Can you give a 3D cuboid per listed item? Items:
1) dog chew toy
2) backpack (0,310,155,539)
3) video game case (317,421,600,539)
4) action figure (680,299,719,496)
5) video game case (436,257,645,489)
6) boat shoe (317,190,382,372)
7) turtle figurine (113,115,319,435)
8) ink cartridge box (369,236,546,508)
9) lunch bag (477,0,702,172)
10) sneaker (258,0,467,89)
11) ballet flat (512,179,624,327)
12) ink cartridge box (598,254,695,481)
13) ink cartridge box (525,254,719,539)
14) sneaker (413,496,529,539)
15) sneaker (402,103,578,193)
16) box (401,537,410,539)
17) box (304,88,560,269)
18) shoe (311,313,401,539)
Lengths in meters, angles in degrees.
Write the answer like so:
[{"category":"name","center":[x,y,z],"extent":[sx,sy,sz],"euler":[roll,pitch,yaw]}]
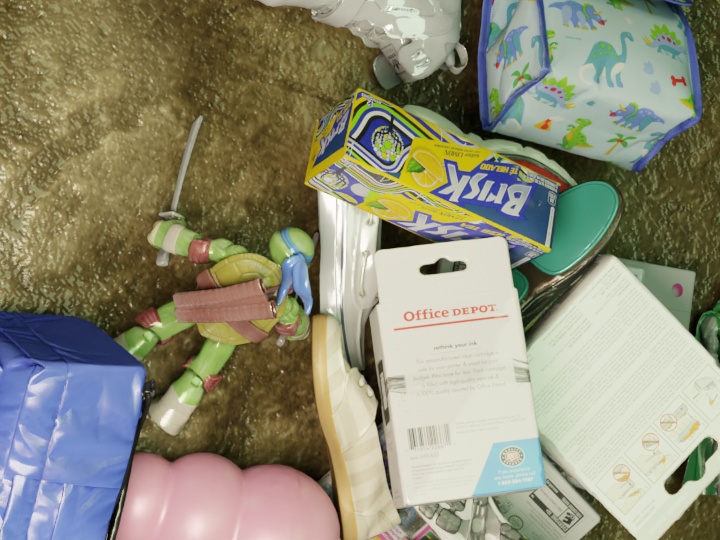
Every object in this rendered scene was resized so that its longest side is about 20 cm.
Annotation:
[{"category":"dog chew toy","center":[-0.120,0.203,1.385],"extent":[0.199,0.124,0.125],"euler":[19,83,-14]},{"category":"backpack","center":[-0.264,0.143,1.295],"extent":[0.167,0.162,0.202],"euler":[6,102,-26]},{"category":"video game case","center":[0.077,0.206,1.484],"extent":[0.182,0.024,0.200],"euler":[-42,107,5]},{"category":"action figure","center":[0.351,0.110,1.618],"extent":[0.117,0.055,0.202],"euler":[-2,87,-20]},{"category":"video game case","center":[0.143,0.078,1.513],"extent":[0.181,0.022,0.202],"euler":[12,87,-5]},{"category":"boat shoe","center":[0.000,0.000,1.431],"extent":[0.066,0.074,0.202],"euler":[-2,109,3]},{"category":"turtle figurine","center":[-0.117,0.023,1.404],"extent":[0.194,0.200,0.144],"euler":[-43,137,7]},{"category":"ink cartridge box","center":[0.073,0.082,1.377],"extent":[0.115,0.067,0.202],"euler":[-6,80,-7]},{"category":"lunch bag","center":[0.197,-0.210,1.510],"extent":[0.169,0.127,0.201],"euler":[15,56,-25]},{"category":"sneaker","center":[0.006,-0.211,1.451],"extent":[0.199,0.075,0.116],"euler":[-10,92,-26]},{"category":"ballet flat","center":[0.147,0.002,1.471],"extent":[0.200,0.068,0.068],"euler":[-43,67,3]},{"category":"ink cartridge box","center":[0.202,0.083,1.559],"extent":[0.199,0.043,0.198],"euler":[8,88,-24]},{"category":"ink cartridge box","center":[0.226,0.112,1.489],"extent":[0.200,0.050,0.161],"euler":[45,85,-6]},{"category":"sneaker","center":[0.082,0.201,1.434],"extent":[0.074,0.081,0.201],"euler":[-29,88,-11]},{"category":"sneaker","center":[0.096,-0.067,1.481],"extent":[0.199,0.077,0.085],"euler":[18,49,-13]},{"category":"box","center":[0.028,0.340,1.438],"extent":[0.102,0.095,0.201],"euler":[36,90,-19]},{"category":"box","center":[0.060,-0.069,1.381],"extent":[0.199,0.070,0.065],"euler":[22,63,-24]},{"category":"shoe","center":[-0.006,0.127,1.410],"extent":[0.053,0.070,0.201],"euler":[-10,108,-2]}]
